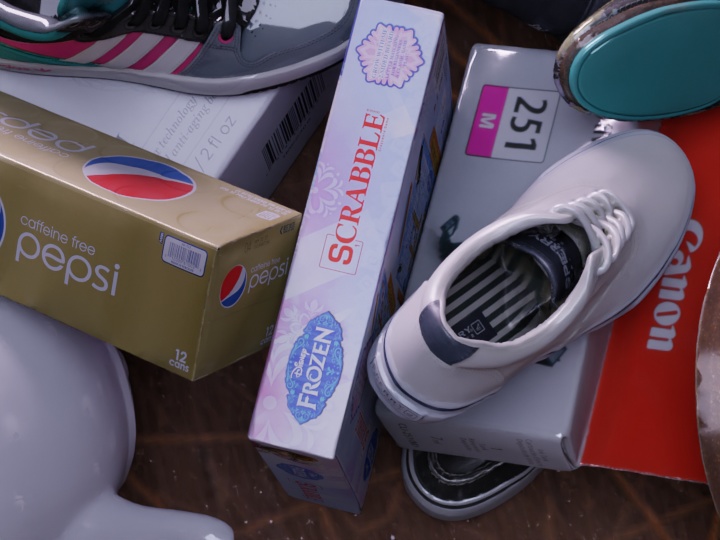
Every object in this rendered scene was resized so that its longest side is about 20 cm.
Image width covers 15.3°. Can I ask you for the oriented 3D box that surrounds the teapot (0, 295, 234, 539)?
[{"bbox_3d":[-0.175,0.061,1.255,0.146,0.197,0.201,-22,102,-37],"label":"teapot"}]

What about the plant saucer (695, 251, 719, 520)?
[{"bbox_3d":[0.222,0.059,1.215,0.037,0.200,0.201,-6,75,41],"label":"plant saucer"}]

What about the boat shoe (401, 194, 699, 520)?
[{"bbox_3d":[0.090,0.033,1.285,0.071,0.064,0.200,39,83,10],"label":"boat shoe"}]

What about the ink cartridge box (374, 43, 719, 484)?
[{"bbox_3d":[0.115,-0.004,1.237,0.173,0.044,0.201,6,65,21],"label":"ink cartridge box"}]

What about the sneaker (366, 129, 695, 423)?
[{"bbox_3d":[0.089,-0.003,1.158,0.073,0.071,0.200,49,56,0],"label":"sneaker"}]

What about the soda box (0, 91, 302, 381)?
[{"bbox_3d":[-0.129,-0.023,1.169,0.199,0.068,0.064,23,114,25],"label":"soda box"}]

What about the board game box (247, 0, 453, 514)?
[{"bbox_3d":[0.000,0.000,1.228,0.041,0.200,0.200,13,79,6],"label":"board game box"}]

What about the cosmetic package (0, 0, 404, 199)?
[{"bbox_3d":[-0.115,-0.124,1.300,0.200,0.123,0.200,32,82,10],"label":"cosmetic package"}]

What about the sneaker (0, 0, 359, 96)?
[{"bbox_3d":[-0.094,-0.132,1.176,0.199,0.121,0.084,0,79,2],"label":"sneaker"}]

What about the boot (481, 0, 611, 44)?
[{"bbox_3d":[0.050,-0.207,1.219,0.199,0.066,0.166,20,91,-23],"label":"boot"}]

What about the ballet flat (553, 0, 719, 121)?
[{"bbox_3d":[0.170,-0.115,1.246,0.199,0.072,0.072,-12,77,-19],"label":"ballet flat"}]
